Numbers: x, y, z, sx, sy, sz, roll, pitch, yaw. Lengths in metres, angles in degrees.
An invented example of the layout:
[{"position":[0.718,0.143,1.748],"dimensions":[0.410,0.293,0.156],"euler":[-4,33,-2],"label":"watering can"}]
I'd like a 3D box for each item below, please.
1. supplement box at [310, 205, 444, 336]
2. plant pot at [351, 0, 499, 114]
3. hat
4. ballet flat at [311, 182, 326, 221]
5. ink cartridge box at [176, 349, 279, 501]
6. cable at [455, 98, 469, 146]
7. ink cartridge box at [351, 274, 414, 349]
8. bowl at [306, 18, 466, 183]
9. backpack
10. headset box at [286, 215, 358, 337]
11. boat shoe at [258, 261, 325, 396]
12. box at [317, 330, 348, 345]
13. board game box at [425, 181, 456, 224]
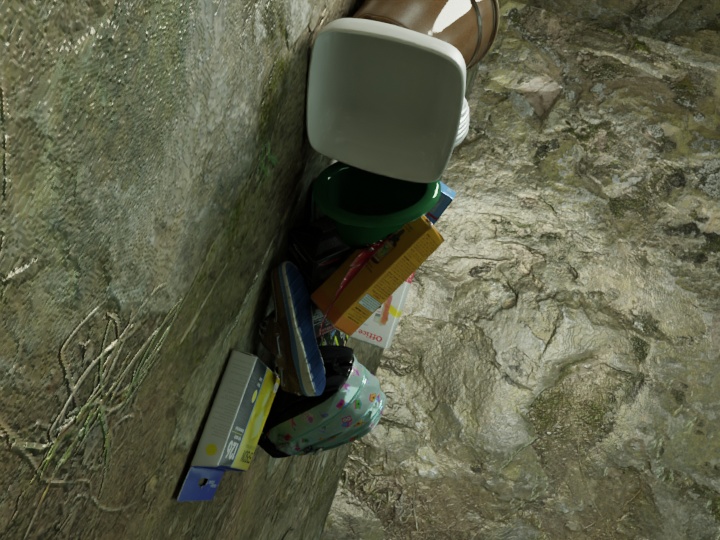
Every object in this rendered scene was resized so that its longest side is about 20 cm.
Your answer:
[{"position":[0.026,-0.003,1.089],"dimensions":[0.200,0.067,0.069],"euler":[-46,147,6],"label":"supplement box"},{"position":[0.068,-0.324,1.069],"dimensions":[0.199,0.199,0.202],"euler":[-54,162,-40],"label":"plant pot"},{"position":[0.012,-0.044,1.066],"dimensions":[0.166,0.198,0.177],"euler":[-118,-160,-47],"label":"hat"},{"position":[-0.046,-0.061,1.208],"dimensions":[0.201,0.070,0.070],"euler":[98,6,-47],"label":"ballet flat"},{"position":[-0.175,0.225,1.052],"dimensions":[0.198,0.046,0.202],"euler":[82,24,-74],"label":"ink cartridge box"},{"position":[0.065,-0.229,1.150],"dimensions":[0.201,0.197,0.070],"euler":[-102,-176,-58],"label":"cable"},{"position":[0.024,0.057,1.663],"dimensions":[0.083,0.144,0.202],"euler":[19,89,-81],"label":"ink cartridge box"},{"position":[0.036,-0.223,0.968],"dimensions":[0.201,0.198,0.075],"euler":[99,11,-47],"label":"bowl"},{"position":[-0.060,0.206,1.199],"dimensions":[0.199,0.127,0.168],"euler":[-27,-150,32],"label":"backpack"},{"position":[-0.035,0.009,1.171],"dimensions":[0.148,0.077,0.201],"euler":[-23,145,-26],"label":"headset box"},{"position":[-0.107,0.088,1.083],"dimensions":[0.072,0.071,0.203],"euler":[-42,123,-68],"label":"boat shoe"},{"position":[-0.077,0.166,1.464],"dimensions":[0.201,0.047,0.195],"euler":[79,23,-60],"label":"box"},{"position":[0.038,-0.088,1.235],"dimensions":[0.201,0.151,0.037],"euler":[-54,-179,29],"label":"board game box"}]
